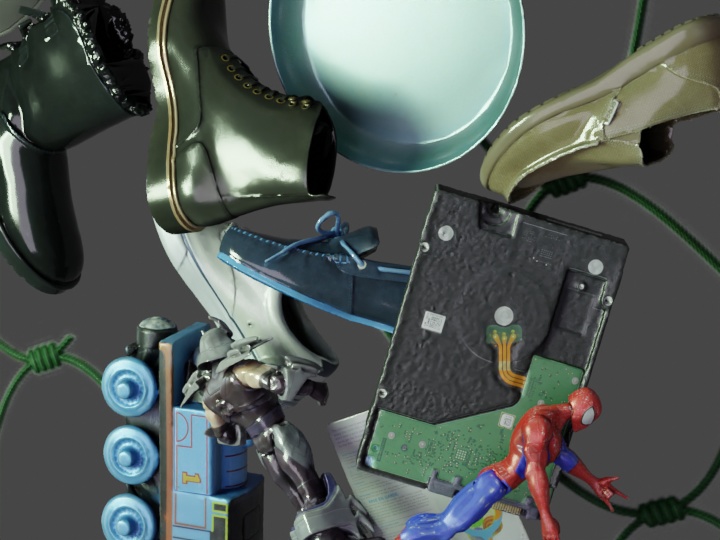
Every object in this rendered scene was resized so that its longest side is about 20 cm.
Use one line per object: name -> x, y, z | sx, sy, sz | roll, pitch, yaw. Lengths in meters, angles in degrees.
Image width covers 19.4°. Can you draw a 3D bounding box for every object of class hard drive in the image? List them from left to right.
hard drive -> 0.088, 0.056, 1.428 | 0.138, 0.038, 0.202 | 15, 99, -1

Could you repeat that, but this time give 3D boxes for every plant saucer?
plant saucer -> 0.028, -0.169, 1.459 | 0.199, 0.027, 0.202 | 7, 105, 28

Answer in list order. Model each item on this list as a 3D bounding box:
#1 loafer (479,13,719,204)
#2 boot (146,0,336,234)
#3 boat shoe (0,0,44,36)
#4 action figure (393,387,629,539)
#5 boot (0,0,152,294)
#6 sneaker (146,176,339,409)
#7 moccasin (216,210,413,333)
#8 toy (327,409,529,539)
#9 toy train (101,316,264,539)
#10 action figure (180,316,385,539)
loafer -> 0.164, -0.093, 1.374 | 0.199, 0.076, 0.068 | -33, 79, 31
boot -> -0.075, -0.131, 1.481 | 0.137, 0.077, 0.202 | -7, 80, 29
boat shoe -> -0.329, -0.192, 1.618 | 0.199, 0.075, 0.062 | -34, 65, 22
action figure -> 0.100, 0.166, 1.396 | 0.099, 0.065, 0.200 | 45, 99, 1
boot -> -0.220, -0.101, 1.587 | 0.162, 0.073, 0.200 | -28, 83, 31
sneaker -> -0.083, 0.002, 1.544 | 0.070, 0.073, 0.201 | -30, 94, 18
moccasin -> 0.000, 0.000, 1.481 | 0.198, 0.080, 0.069 | 19, 92, -5
toy -> 0.067, 0.181, 1.507 | 0.114, 0.047, 0.202 | -20, 94, 25
toy train -> -0.131, 0.136, 1.589 | 0.113, 0.087, 0.202 | 6, 102, 18
action figure -> -0.058, 0.120, 1.484 | 0.201, 0.069, 0.130 | 59, 153, 5
